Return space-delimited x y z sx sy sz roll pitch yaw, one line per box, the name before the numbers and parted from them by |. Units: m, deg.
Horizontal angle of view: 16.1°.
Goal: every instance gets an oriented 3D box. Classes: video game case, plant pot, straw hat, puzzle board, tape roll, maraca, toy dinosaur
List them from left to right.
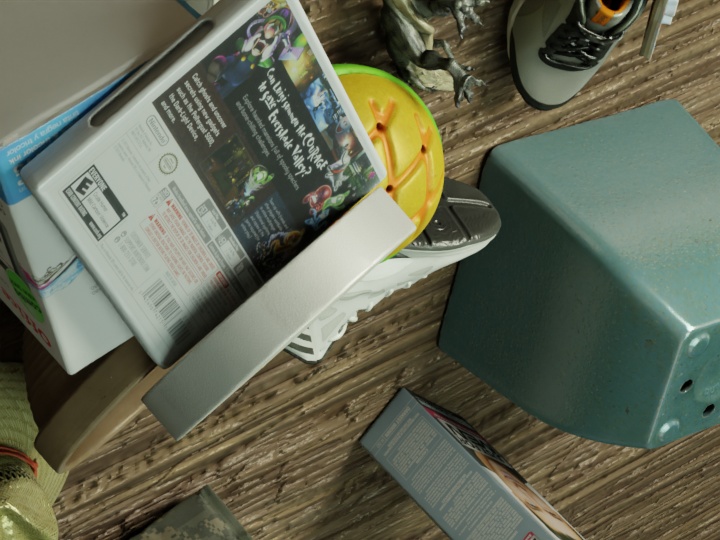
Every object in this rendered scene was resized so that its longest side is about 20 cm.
straw hat | -0.246 0.165 1.702 0.201 0.085 0.202 -26 140 -24
plant pot | -0.149 0.029 1.628 0.201 0.093 0.201 -42 177 -2
video game case | -0.084 -0.055 1.454 0.182 0.023 0.200 -41 144 -9
tape roll | -0.051 0.027 1.571 0.203 0.037 0.203 -42 180 0
maraca | -0.024 -0.074 1.676 0.200 0.107 0.138 24 89 -39
toy dinosaur | 0.042 -0.161 1.669 0.047 0.088 0.200 -45 146 -18
plant pot | 0.209 0.019 1.917 0.196 0.200 0.196 -17 135 -34
puzzle board | 0.221 -0.248 1.693 0.200 0.017 0.151 96 9 -69

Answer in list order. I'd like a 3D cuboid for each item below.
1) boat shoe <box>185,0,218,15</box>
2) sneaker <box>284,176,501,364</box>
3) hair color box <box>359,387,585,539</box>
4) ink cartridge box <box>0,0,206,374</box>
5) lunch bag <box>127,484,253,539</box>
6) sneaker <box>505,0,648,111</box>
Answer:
boat shoe | -0.084 -0.160 1.558 0.062 0.075 0.201 -11 120 -31
sneaker | 0.000 0.000 1.813 0.200 0.076 0.116 -11 142 -27
hair color box | 0.098 0.182 1.962 0.061 0.200 0.099 -51 144 8
ink cartridge box | -0.169 -0.076 1.491 0.146 0.147 0.200 -34 142 -18
lunch bag | -0.141 0.285 1.903 0.164 0.118 0.200 -32 148 -18
sneaker | 0.151 -0.177 1.737 0.074 0.080 0.200 11 138 -13
